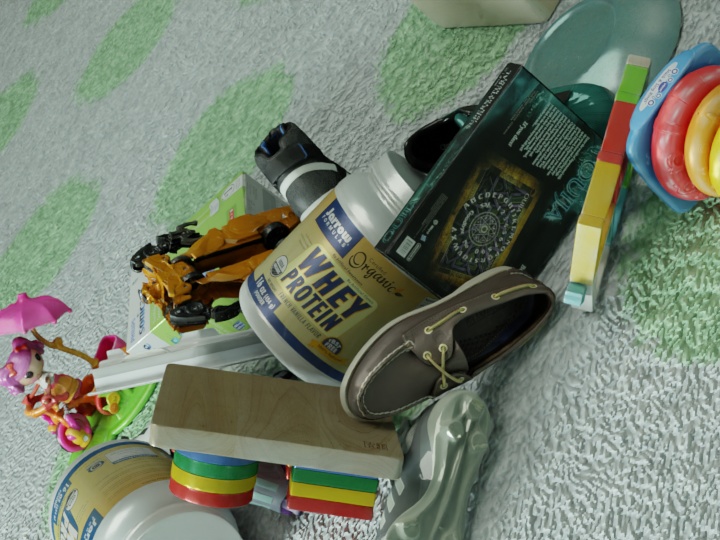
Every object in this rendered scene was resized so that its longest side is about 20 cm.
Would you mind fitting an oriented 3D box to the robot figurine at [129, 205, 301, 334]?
[{"bbox_3d":[-0.131,0.002,1.526,0.200,0.058,0.145,-20,45,-23],"label":"robot figurine"}]

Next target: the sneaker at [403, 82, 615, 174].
[{"bbox_3d":[0.133,-0.122,1.371,0.200,0.072,0.080,-14,0,24],"label":"sneaker"}]

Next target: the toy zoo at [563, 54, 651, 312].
[{"bbox_3d":[0.199,-0.057,1.222,0.020,0.131,0.200,14,61,13],"label":"toy zoo"}]

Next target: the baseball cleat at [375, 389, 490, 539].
[{"bbox_3d":[0.047,0.193,1.228,0.106,0.070,0.200,-28,30,60],"label":"baseball cleat"}]

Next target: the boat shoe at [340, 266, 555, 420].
[{"bbox_3d":[0.074,0.064,1.258,0.200,0.072,0.060,-31,23,-19],"label":"boat shoe"}]

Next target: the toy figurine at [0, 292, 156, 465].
[{"bbox_3d":[-0.356,0.115,1.756,0.150,0.184,0.200,-8,52,52],"label":"toy figurine"}]

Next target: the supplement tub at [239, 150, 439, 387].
[{"bbox_3d":[0.000,0.000,1.409,0.200,0.144,0.144,-46,30,13],"label":"supplement tub"}]

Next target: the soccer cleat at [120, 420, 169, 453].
[{"bbox_3d":[-0.206,0.187,1.591,0.200,0.069,0.085,-38,46,24],"label":"soccer cleat"}]

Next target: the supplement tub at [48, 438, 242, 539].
[{"bbox_3d":[-0.200,0.252,1.421,0.145,0.145,0.200,-56,29,-7],"label":"supplement tub"}]

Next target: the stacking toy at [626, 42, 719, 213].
[{"bbox_3d":[0.306,-0.085,1.127,0.116,0.110,0.200,-53,40,-5],"label":"stacking toy"}]

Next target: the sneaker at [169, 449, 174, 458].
[{"bbox_3d":[-0.156,0.154,1.454,0.079,0.075,0.200,-61,-3,-14],"label":"sneaker"}]

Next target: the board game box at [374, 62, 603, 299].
[{"bbox_3d":[0.121,-0.060,1.310,0.200,0.135,0.028,-53,26,-2],"label":"board game box"}]

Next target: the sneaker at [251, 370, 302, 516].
[{"bbox_3d":[-0.071,0.169,1.428,0.200,0.087,0.075,-64,-4,-61],"label":"sneaker"}]

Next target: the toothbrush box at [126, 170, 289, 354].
[{"bbox_3d":[-0.168,0.009,1.703,0.200,0.086,0.146,-39,32,22],"label":"toothbrush box"}]

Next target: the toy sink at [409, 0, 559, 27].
[{"bbox_3d":[0.126,-0.346,1.625,0.112,0.130,0.200,-59,28,-12],"label":"toy sink"}]

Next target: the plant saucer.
[{"bbox_3d":[0.212,-0.204,1.436,0.201,0.039,0.201,-35,34,28],"label":"plant saucer"}]

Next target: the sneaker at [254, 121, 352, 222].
[{"bbox_3d":[-0.048,-0.102,1.543,0.073,0.112,0.200,-40,-4,7],"label":"sneaker"}]

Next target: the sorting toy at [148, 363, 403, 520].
[{"bbox_3d":[-0.075,0.147,1.263,0.200,0.198,0.070,-108,27,-79],"label":"sorting toy"}]

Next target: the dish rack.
[{"bbox_3d":[-0.158,0.081,1.494,0.171,0.200,0.044,-12,89,30],"label":"dish rack"}]
